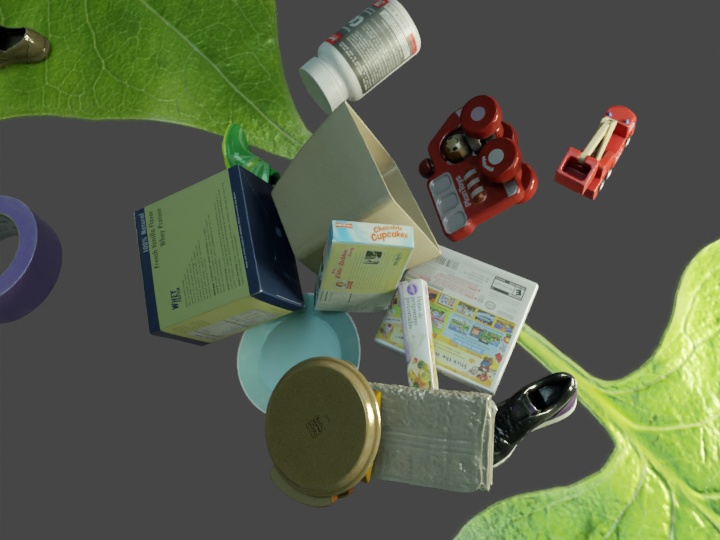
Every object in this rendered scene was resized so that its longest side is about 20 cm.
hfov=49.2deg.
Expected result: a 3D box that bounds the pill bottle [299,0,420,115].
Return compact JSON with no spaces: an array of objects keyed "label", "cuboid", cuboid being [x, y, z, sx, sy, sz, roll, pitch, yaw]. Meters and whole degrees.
[{"label":"pill bottle","cuboid":[-0.003,-0.369,1.359,0.199,0.114,0.114,-39,65,-8]}]

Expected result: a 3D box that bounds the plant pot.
[{"label":"plant pot","cuboid":[-0.018,-0.091,1.199,0.175,0.200,0.202,-33,57,13]}]

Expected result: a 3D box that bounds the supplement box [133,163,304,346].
[{"label":"supplement box","cuboid":[-0.216,-0.016,1.195,0.196,0.134,0.204,-20,70,19]}]

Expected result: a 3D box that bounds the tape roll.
[{"label":"tape roll","cuboid":[-0.620,-0.019,1.341,0.195,0.085,0.204,-4,65,9]}]

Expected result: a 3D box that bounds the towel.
[{"label":"towel","cuboid":[0.089,0.228,1.085,0.196,0.034,0.136,3,88,24]}]

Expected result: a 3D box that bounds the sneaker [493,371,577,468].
[{"label":"sneaker","cuboid":[0.209,0.199,1.081,0.198,0.088,0.076,-34,65,-5]}]

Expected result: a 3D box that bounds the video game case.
[{"label":"video game case","cuboid":[0.145,0.067,1.190,0.197,0.023,0.185,22,72,18]}]

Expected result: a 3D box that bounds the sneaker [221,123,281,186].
[{"label":"sneaker","cuboid":[-0.177,-0.158,1.326,0.082,0.074,0.204,-22,73,3]}]

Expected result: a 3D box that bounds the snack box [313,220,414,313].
[{"label":"snack box","cuboid":[0.000,0.000,1.132,0.113,0.201,0.038,3,60,-10]}]

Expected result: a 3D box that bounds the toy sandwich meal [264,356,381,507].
[{"label":"toy sandwich meal","cuboid":[-0.048,0.224,1.096,0.201,0.070,0.211,-5,79,25]}]

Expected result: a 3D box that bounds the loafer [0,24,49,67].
[{"label":"loafer","cuboid":[-0.718,-0.448,1.558,0.195,0.068,0.078,-9,65,7]}]

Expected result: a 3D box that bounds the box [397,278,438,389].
[{"label":"box","cuboid":[0.086,0.116,1.141,0.038,0.041,0.205,-8,78,14]}]

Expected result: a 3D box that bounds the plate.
[{"label":"plate","cuboid":[-0.093,0.132,1.205,0.195,0.026,0.205,-4,65,9]}]

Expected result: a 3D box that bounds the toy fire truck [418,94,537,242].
[{"label":"toy fire truck","cuboid":[0.175,-0.167,1.248,0.166,0.112,0.203,-28,62,18]}]

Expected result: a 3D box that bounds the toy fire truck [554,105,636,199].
[{"label":"toy fire truck","cuboid":[0.360,-0.184,1.192,0.048,0.142,0.202,29,74,21]}]
